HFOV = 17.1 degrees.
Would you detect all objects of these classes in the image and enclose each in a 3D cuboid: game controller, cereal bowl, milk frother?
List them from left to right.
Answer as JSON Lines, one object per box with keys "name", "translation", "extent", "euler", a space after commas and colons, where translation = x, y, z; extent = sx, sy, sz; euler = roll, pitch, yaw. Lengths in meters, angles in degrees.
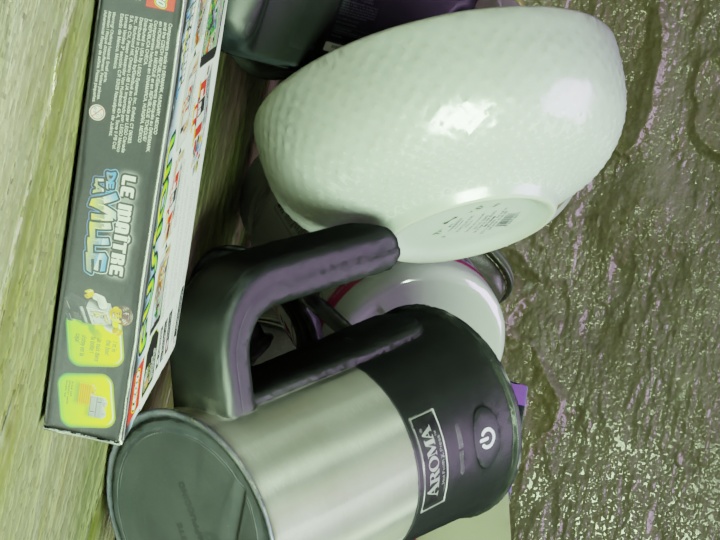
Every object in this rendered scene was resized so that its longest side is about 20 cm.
{"name": "milk frother", "translation": [-0.057, 0.077, 1.223], "extent": [0.187, 0.199, 0.182], "euler": [-20, 91, -44]}
{"name": "game controller", "translation": [-0.003, -0.147, 1.216], "extent": [0.199, 0.042, 0.105], "euler": [9, 112, -51]}
{"name": "cereal bowl", "translation": [0.047, -0.059, 1.246], "extent": [0.200, 0.199, 0.084], "euler": [91, -13, -72]}

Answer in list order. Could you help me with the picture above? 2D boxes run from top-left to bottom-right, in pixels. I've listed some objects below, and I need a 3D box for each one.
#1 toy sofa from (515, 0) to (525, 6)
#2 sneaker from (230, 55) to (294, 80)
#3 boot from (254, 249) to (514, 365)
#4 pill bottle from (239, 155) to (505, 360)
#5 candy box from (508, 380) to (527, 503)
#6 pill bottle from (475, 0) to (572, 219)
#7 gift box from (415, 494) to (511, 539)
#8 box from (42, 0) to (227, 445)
{"name": "toy sofa", "translation": [0.062, -0.205, 1.559], "extent": [0.083, 0.097, 0.200], "euler": [65, 19, -12]}
{"name": "sneaker", "translation": [-0.005, -0.172, 1.319], "extent": [0.202, 0.067, 0.108], "euler": [-55, 179, -15]}
{"name": "boot", "translation": [0.002, 0.040, 1.537], "extent": [0.069, 0.199, 0.175], "euler": [118, -17, -47]}
{"name": "pill bottle", "translation": [0.000, 0.000, 1.409], "extent": [0.200, 0.113, 0.114], "euler": [-123, -143, -55]}
{"name": "candy box", "translation": [-0.004, 0.126, 1.533], "extent": [0.168, 0.199, 0.072], "euler": [-74, 180, -50]}
{"name": "pill bottle", "translation": [0.065, -0.101, 1.422], "extent": [0.200, 0.110, 0.112], "euler": [53, 47, -65]}
{"name": "gift box", "translation": [-0.006, 0.215, 1.359], "extent": [0.187, 0.183, 0.201], "euler": [-90, -177, -49]}
{"name": "box", "translation": [-0.089, -0.043, 0.976], "extent": [0.110, 0.034, 0.201], "euler": [-69, 170, -69]}
